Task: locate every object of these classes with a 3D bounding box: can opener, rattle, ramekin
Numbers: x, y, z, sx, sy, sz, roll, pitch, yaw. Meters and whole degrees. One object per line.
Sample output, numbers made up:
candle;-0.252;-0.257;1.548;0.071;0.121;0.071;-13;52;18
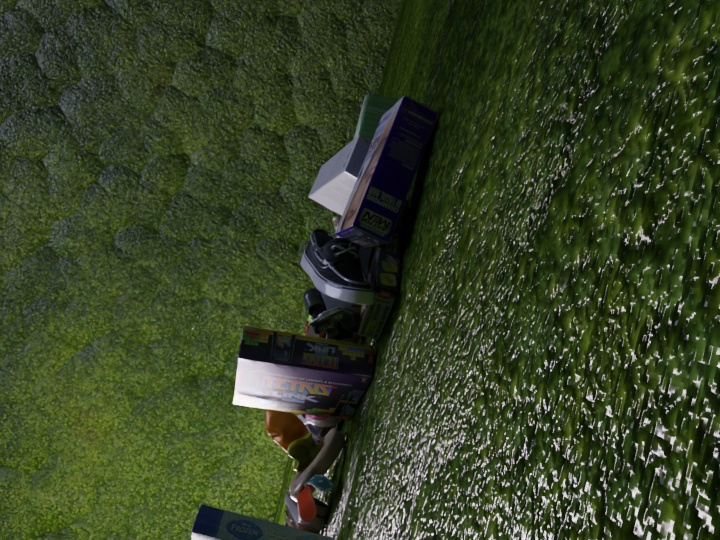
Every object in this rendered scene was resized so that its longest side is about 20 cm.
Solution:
can opener;-0.036;0.063;0.946;0.068;0.053;0.200;65;-174;12
rattle;-0.103;0.293;1.019;0.129;0.144;0.200;-33;2;16
ramekin;0.035;-0.291;1.421;0.200;0.096;0.204;-165;90;-86

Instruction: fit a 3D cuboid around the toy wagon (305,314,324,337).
toy wagon;-0.093;0.159;1.132;0.200;0.039;0.158;102;-179;-78

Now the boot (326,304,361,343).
boot;-0.028;0.112;1.148;0.200;0.071;0.158;-114;39;-85

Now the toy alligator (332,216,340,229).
toy alligator;-0.025;-0.030;1.310;0.059;0.054;0.203;43;145;42

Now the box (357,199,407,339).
box;0.035;-0.009;0.973;0.202;0.034;0.111;-81;7;-46

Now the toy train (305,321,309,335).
toy train;-0.058;0.128;1.351;0.201;0.083;0.117;82;-169;-53

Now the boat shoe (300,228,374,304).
boat shoe;-0.031;-0.011;0.911;0.200;0.071;0.069;-137;58;-62

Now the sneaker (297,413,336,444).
sneaker;-0.085;0.319;1.228;0.200;0.079;0.088;100;172;-73

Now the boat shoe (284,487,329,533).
boat shoe;-0.103;0.426;1.110;0.200;0.074;0.069;123;166;-74

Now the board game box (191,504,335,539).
board game box;-0.151;0.424;0.948;0.201;0.196;0.044;110;175;-49

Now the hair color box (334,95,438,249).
hair color box;0.036;-0.138;0.930;0.109;0.064;0.203;170;121;-74

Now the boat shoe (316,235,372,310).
boat shoe;-0.013;-0.025;1.030;0.065;0.073;0.203;-80;15;-80

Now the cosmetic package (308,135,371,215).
cosmetic package;-0.009;-0.158;1.132;0.199;0.100;0.072;-16;50;66

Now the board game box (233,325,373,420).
board game box;-0.092;0.163;0.981;0.166;0.196;0.058;110;167;-54
